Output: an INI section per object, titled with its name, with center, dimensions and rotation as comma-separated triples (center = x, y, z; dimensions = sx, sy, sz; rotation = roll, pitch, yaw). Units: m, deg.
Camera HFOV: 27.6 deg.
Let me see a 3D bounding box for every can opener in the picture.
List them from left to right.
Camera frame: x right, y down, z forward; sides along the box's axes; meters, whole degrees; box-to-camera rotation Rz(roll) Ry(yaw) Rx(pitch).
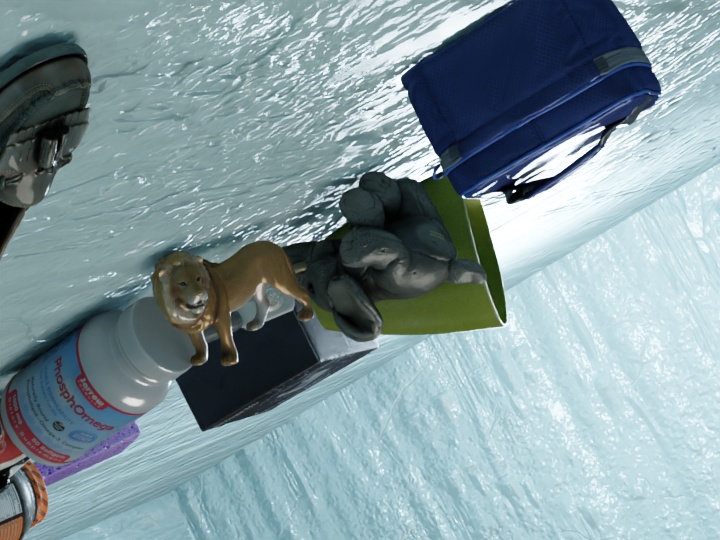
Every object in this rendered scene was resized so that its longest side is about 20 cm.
[can opener]
center = -0.160, 0.053, 1.649
dimensions = 0.199, 0.053, 0.066
rotation = -22, 171, -36

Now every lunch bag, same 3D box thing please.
[lunch bag]
center = 0.137, -0.135, 1.194
dimensions = 0.200, 0.133, 0.136
rotation = -32, 171, 20

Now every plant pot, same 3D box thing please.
[plant pot]
center = 0.044, -0.004, 1.643
dimensions = 0.199, 0.188, 0.187
rotation = -15, 175, 12

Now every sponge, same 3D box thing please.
[sponge]
center = -0.446, 0.296, 2.281
dimensions = 0.199, 0.030, 0.112
rotation = -22, 170, -33

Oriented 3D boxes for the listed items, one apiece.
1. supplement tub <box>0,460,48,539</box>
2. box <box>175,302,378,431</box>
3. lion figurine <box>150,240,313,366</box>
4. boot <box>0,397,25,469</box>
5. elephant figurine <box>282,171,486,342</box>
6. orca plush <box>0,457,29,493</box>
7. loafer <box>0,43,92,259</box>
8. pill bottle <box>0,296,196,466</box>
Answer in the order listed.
[supplement tub]
center = -0.499, 0.307, 1.838
dimensions = 0.122, 0.123, 0.200
rotation = -35, 169, 40
[box]
center = -0.113, 0.104, 1.906
dimensions = 0.196, 0.118, 0.200
rotation = -31, 170, 21
[lion figurine]
center = -0.122, 0.015, 1.410
dimensions = 0.072, 0.123, 0.200
rotation = 1, -158, 33
[boot]
center = -0.384, 0.158, 1.499
dimensions = 0.199, 0.073, 0.144
rotation = -17, 165, -41
[elephant figurine]
center = 0.000, 0.000, 1.507
dimensions = 0.141, 0.156, 0.200
rotation = -3, 148, -36
[orca plush]
center = -0.471, 0.218, 1.691
dimensions = 0.199, 0.071, 0.105
rotation = -18, -143, -1
[loafer]
center = -0.193, -0.054, 0.824
dimensions = 0.072, 0.063, 0.200
rotation = -22, 170, -41
[pill bottle]
center = -0.258, 0.108, 1.455
dimensions = 0.200, 0.109, 0.109
rotation = -34, 170, 31
